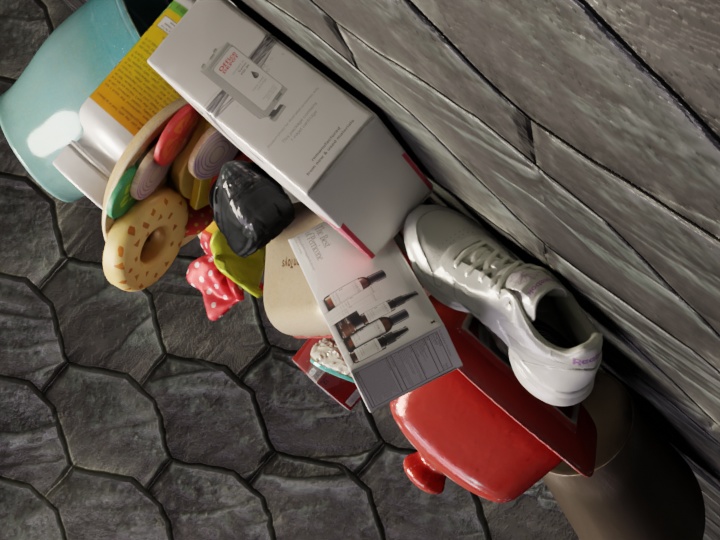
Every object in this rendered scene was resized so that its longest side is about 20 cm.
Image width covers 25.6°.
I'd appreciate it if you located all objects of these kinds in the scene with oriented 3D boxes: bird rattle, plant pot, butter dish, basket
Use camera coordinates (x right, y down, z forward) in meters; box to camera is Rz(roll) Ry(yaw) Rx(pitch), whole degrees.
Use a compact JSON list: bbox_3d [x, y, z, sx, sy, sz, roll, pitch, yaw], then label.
[{"bbox_3d":[-0.130,-0.046,1.624,0.164,0.112,0.200,65,161,-5],"label":"bird rattle"},{"bbox_3d":[-0.261,-0.172,1.629,0.200,0.188,0.200,54,-168,-17],"label":"plant pot"},{"bbox_3d":[0.096,0.133,1.387,0.199,0.148,0.200,42,-167,2],"label":"butter dish"},{"bbox_3d":[0.243,0.193,1.554,0.200,0.136,0.181,50,-165,-50],"label":"basket"}]

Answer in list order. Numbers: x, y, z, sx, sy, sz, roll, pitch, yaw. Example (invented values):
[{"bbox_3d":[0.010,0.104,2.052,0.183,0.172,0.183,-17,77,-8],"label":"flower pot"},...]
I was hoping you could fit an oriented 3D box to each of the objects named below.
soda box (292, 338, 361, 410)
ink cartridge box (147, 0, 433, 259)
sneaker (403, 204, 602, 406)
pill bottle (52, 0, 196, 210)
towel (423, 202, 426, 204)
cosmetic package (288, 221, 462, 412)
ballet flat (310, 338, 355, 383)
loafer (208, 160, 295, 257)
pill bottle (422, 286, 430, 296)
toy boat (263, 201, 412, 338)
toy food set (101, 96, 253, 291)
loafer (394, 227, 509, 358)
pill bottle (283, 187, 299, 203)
[{"bbox_3d":[0.020,0.052,1.753,0.063,0.200,0.070,42,178,-34],"label":"soda box"},{"bbox_3d":[-0.054,-0.116,1.259,0.200,0.083,0.147,40,179,29],"label":"ink cartridge box"},{"bbox_3d":[0.116,0.009,1.227,0.200,0.075,0.100,44,155,17],"label":"sneaker"},{"bbox_3d":[-0.188,-0.147,1.464,0.111,0.200,0.111,41,178,2],"label":"pill bottle"},{"bbox_3d":[0.109,0.008,1.479,0.200,0.037,0.148,41,179,17],"label":"towel"},{"bbox_3d":[0.008,0.022,1.276,0.200,0.082,0.051,-119,4,-54],"label":"cosmetic package"},{"bbox_3d":[0.054,0.088,1.493,0.199,0.072,0.072,20,180,-5],"label":"ballet flat"},{"bbox_3d":[-0.099,-0.058,1.401,0.070,0.068,0.201,51,172,2],"label":"loafer"},{"bbox_3d":[0.054,0.023,1.617,0.200,0.117,0.116,36,179,-15],"label":"pill bottle"},{"bbox_3d":[0.000,0.000,1.472,0.130,0.131,0.200,5,175,-27],"label":"toy boat"},{"bbox_3d":[-0.154,-0.082,1.421,0.049,0.200,0.198,40,139,23],"label":"toy food set"},{"bbox_3d":[0.114,0.013,1.338,0.200,0.063,0.072,45,-163,1],"label":"loafer"},{"bbox_3d":[-0.102,-0.118,1.704,0.112,0.113,0.200,42,178,-28],"label":"pill bottle"}]
